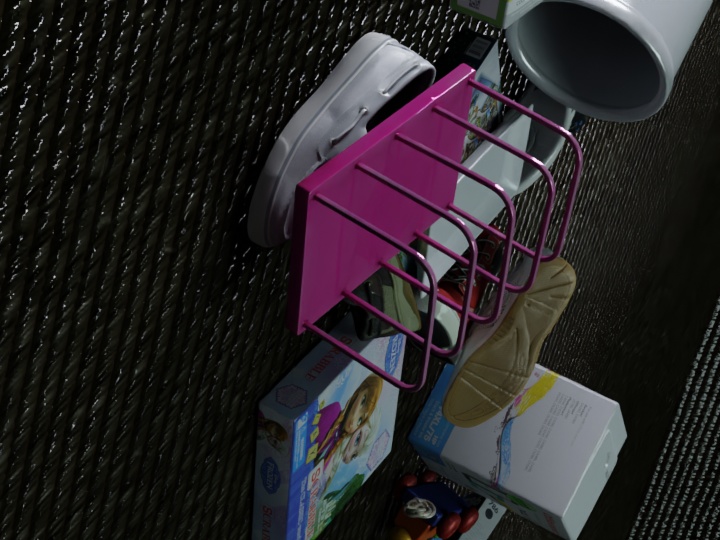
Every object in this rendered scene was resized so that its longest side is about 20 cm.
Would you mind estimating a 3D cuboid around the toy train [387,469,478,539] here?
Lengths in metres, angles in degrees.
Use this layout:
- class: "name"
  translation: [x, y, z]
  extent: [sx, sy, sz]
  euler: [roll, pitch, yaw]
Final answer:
- class: "toy train"
  translation: [0.050, 0.299, 1.657]
  extent: [0.116, 0.084, 0.200]
  euler: [-55, 160, 10]

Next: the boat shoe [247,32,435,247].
- class: "boat shoe"
  translation: [-0.011, -0.092, 1.106]
  extent: [0.201, 0.068, 0.072]
  euler: [-53, 156, -28]

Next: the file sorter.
- class: "file sorter"
  translation: [0.058, -0.028, 1.074]
  extent: [0.200, 0.125, 0.140]
  euler: [-39, 149, -37]

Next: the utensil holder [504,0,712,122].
- class: "utensil holder"
  translation: [0.258, -0.274, 1.417]
  extent: [0.201, 0.169, 0.171]
  euler: [-58, 157, -24]

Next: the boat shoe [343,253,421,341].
- class: "boat shoe"
  translation: [0.000, 0.000, 1.228]
  extent: [0.066, 0.072, 0.201]
  euler: [-29, 143, -3]

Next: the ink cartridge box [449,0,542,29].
- class: "ink cartridge box"
  translation: [0.137, -0.317, 1.230]
  extent: [0.104, 0.059, 0.202]
  euler: [-41, 148, -47]

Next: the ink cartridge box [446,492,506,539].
- class: "ink cartridge box"
  translation: [0.112, 0.329, 1.801]
  extent: [0.099, 0.039, 0.200]
  euler: [-23, -161, 49]

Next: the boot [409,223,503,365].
- class: "boot"
  translation: [0.094, 0.005, 1.457]
  extent: [0.145, 0.072, 0.200]
  euler: [-63, 166, -8]

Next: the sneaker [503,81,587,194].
- class: "sneaker"
  translation: [0.196, -0.147, 1.527]
  extent: [0.201, 0.073, 0.112]
  euler: [-62, 157, -13]

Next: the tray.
- class: "tray"
  translation: [0.101, -0.069, 1.352]
  extent: [0.200, 0.022, 0.108]
  euler: [-46, 151, -42]

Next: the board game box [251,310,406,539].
- class: "board game box"
  translation: [-0.027, 0.146, 1.352]
  extent: [0.199, 0.041, 0.202]
  euler: [-45, 150, -43]

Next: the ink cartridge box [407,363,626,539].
- class: "ink cartridge box"
  translation: [0.183, 0.191, 1.677]
  extent: [0.147, 0.199, 0.147]
  euler: [-60, 157, -12]

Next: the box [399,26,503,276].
- class: "box"
  translation: [0.065, -0.099, 1.317]
  extent: [0.201, 0.037, 0.137]
  euler: [-56, 157, -24]

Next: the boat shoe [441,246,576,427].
- class: "boat shoe"
  translation: [0.145, 0.066, 1.484]
  extent: [0.201, 0.070, 0.069]
  euler: [-56, -156, 9]
